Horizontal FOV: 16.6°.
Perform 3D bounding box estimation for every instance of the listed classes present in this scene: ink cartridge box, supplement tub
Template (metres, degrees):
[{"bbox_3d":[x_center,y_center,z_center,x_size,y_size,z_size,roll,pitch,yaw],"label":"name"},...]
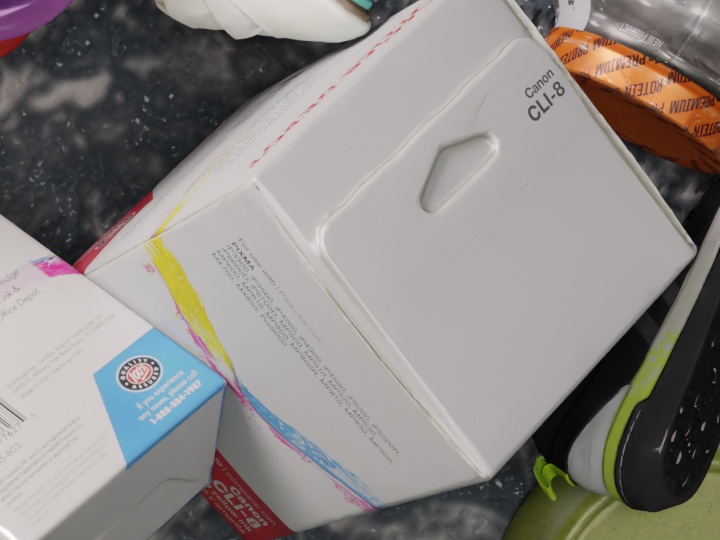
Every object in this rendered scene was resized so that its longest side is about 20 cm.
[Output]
[{"bbox_3d":[0.000,0.000,0.979,0.145,0.200,0.145,51,60,-9],"label":"ink cartridge box"},{"bbox_3d":[-0.165,0.040,0.969,0.199,0.068,0.115,35,51,20],"label":"ink cartridge box"},{"bbox_3d":[0.162,-0.152,1.070,0.122,0.122,0.201,30,85,-12],"label":"supplement tub"}]

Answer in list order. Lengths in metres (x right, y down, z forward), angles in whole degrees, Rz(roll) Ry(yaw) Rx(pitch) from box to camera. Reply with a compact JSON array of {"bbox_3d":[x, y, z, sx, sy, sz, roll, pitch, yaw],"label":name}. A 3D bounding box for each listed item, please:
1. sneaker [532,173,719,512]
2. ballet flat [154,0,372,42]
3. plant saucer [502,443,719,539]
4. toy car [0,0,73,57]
[{"bbox_3d":[0.133,0.015,1.095,0.201,0.082,0.072,-59,141,-26],"label":"sneaker"},{"bbox_3d":[-0.071,-0.139,1.009,0.069,0.070,0.200,-38,60,-9],"label":"ballet flat"},{"bbox_3d":[0.153,0.159,1.089,0.198,0.031,0.202,-1,82,6],"label":"plant saucer"},{"bbox_3d":[-0.177,-0.139,0.955,0.149,0.200,0.176,19,71,-19],"label":"toy car"}]
